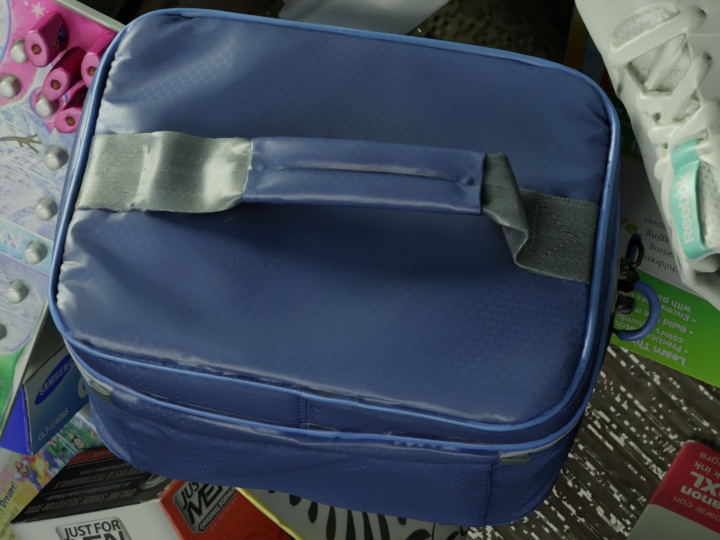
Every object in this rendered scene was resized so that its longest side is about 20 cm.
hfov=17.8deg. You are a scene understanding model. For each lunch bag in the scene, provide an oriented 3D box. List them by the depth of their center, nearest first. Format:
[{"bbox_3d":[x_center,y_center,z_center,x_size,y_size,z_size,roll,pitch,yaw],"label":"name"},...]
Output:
[{"bbox_3d":[0.000,0.000,0.761,0.199,0.137,0.132,7,160,6],"label":"lunch bag"}]

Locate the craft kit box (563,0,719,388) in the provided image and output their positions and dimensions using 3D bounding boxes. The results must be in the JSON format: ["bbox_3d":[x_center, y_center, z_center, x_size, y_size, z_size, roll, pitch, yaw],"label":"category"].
[{"bbox_3d":[0.164,-0.036,0.796,0.199,0.049,0.198,23,128,18],"label":"craft kit box"}]

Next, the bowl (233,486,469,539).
[{"bbox_3d":[-0.017,0.041,0.910,0.201,0.201,0.094,40,89,1],"label":"bowl"}]

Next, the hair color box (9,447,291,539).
[{"bbox_3d":[-0.063,0.173,1.045,0.101,0.061,0.201,-13,114,39],"label":"hair color box"}]

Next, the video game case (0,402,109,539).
[{"bbox_3d":[-0.116,0.160,1.130,0.182,0.024,0.200,39,135,4],"label":"video game case"}]

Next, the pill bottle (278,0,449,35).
[{"bbox_3d":[-0.039,-0.169,0.786,0.111,0.111,0.200,-28,103,42],"label":"pill bottle"}]

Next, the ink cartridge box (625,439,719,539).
[{"bbox_3d":[0.105,0.186,0.881,0.083,0.200,0.146,28,132,13],"label":"ink cartridge box"}]

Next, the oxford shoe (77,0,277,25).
[{"bbox_3d":[-0.090,-0.058,0.926,0.084,0.073,0.200,35,135,0],"label":"oxford shoe"}]

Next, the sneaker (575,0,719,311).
[{"bbox_3d":[0.116,-0.042,0.734,0.075,0.089,0.201,-20,108,42],"label":"sneaker"}]

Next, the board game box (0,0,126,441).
[{"bbox_3d":[-0.202,-0.043,0.860,0.199,0.026,0.201,26,120,4],"label":"board game box"}]

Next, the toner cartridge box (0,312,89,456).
[{"bbox_3d":[-0.206,0.014,1.035,0.199,0.095,0.043,17,129,22],"label":"toner cartridge box"}]
